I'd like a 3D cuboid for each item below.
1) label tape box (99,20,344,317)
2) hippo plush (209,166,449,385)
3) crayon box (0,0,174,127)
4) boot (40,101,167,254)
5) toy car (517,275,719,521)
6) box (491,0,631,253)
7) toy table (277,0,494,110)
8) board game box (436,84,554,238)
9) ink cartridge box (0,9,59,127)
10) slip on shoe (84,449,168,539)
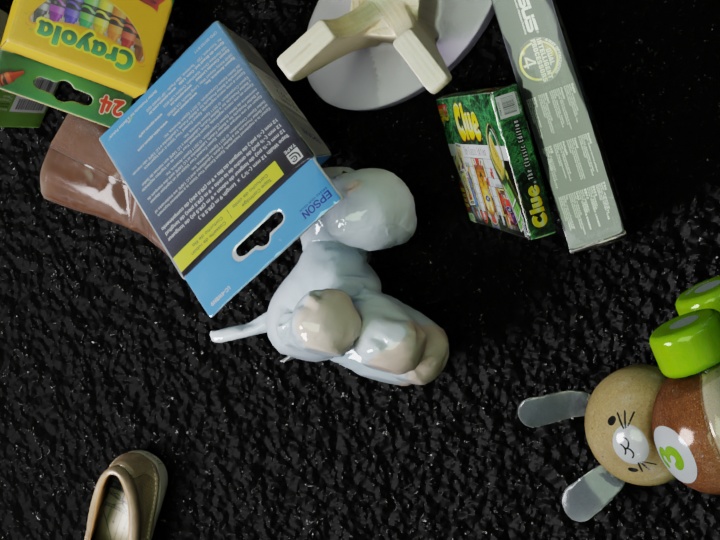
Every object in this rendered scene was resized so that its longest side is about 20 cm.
[{"bbox_3d":[-0.103,-0.077,1.094,0.143,0.066,0.201,-41,64,12],"label":"label tape box"},{"bbox_3d":[0.000,0.000,1.127,0.199,0.158,0.163,-4,71,61],"label":"hippo plush"},{"bbox_3d":[-0.224,-0.233,1.161,0.125,0.051,0.203,17,84,-21],"label":"crayon box"},{"bbox_3d":[-0.187,-0.116,1.213,0.198,0.064,0.189,27,101,21],"label":"boot"},{"bbox_3d":[0.219,0.122,1.038,0.198,0.158,0.166,-21,97,31],"label":"toy car"},{"bbox_3d":[0.151,-0.115,1.029,0.048,0.161,0.203,-18,87,14],"label":"box"},{"bbox_3d":[0.022,-0.212,1.095,0.184,0.117,0.201,42,105,12],"label":"toy table"},{"bbox_3d":[0.098,-0.083,1.028,0.023,0.200,0.106,-15,97,-6],"label":"board game box"},{"bbox_3d":[-0.384,-0.213,1.229,0.199,0.148,0.076,34,106,16],"label":"ink cartridge box"},{"bbox_3d":[-0.227,0.265,1.250,0.075,0.060,0.203,21,101,18],"label":"slip on shoe"}]
